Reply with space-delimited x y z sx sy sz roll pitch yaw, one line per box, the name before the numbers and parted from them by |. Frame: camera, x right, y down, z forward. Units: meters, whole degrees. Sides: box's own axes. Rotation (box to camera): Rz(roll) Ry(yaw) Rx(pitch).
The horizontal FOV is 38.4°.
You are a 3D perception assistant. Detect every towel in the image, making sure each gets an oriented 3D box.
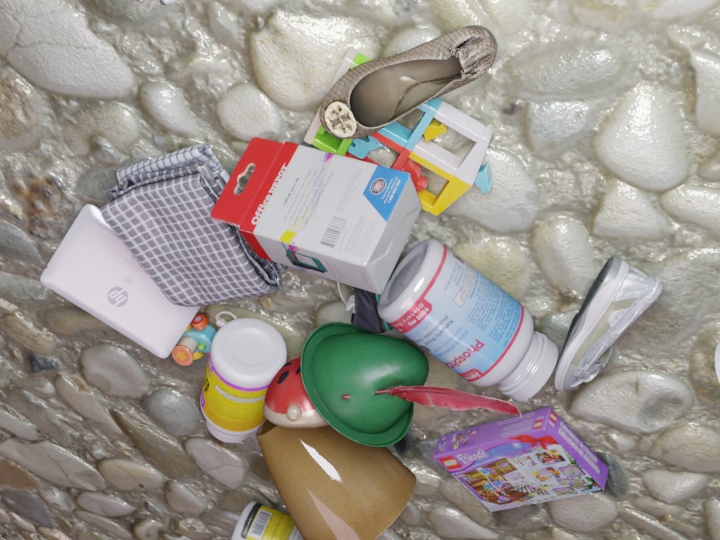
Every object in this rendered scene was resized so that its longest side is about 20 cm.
towel | -0.202 -0.045 1.255 0.164 0.086 0.201 -9 129 33

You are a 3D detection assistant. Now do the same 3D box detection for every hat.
hat | 0.055 0.106 1.237 0.199 0.167 0.176 24 138 -28

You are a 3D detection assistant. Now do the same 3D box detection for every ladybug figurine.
ladybug figurine | -0.057 0.151 1.335 0.134 0.200 0.073 -4 96 11

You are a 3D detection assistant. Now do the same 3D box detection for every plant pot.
plant pot | -0.051 0.279 1.476 0.186 0.186 0.201 -29 103 44

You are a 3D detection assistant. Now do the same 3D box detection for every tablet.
tablet | -0.311 0.016 1.376 0.199 0.014 0.131 34 101 -9

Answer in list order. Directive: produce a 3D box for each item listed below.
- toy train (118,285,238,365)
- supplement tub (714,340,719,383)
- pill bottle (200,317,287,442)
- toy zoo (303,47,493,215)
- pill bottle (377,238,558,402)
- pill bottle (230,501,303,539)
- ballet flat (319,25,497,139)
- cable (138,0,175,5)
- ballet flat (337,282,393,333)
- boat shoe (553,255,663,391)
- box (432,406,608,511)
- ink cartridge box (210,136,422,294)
toy train | -0.274 0.062 1.430 0.199 0.056 0.150 30 140 -5
supplement tub | 0.449 0.060 0.985 0.144 0.145 0.200 29 140 -4
pill bottle | -0.168 0.161 1.444 0.103 0.105 0.201 23 140 2
toy zoo | 0.050 -0.133 1.080 0.199 0.021 0.131 30 140 -4
pill bottle | 0.126 0.062 1.182 0.199 0.109 0.109 36 139 -12
pill bottle | -0.116 0.479 1.751 0.198 0.115 0.115 19 140 8
ballet flat | 0.040 -0.176 0.993 0.199 0.046 0.068 -19 115 28
cable | -0.174 -0.354 0.922 0.199 0.070 0.201 -12 127 35
ballet flat | 0.000 0.000 1.214 0.072 0.073 0.201 10 140 17
boat shoe | 0.267 0.071 1.149 0.064 0.075 0.203 24 133 8
box | 0.215 0.260 1.404 0.199 0.039 0.137 -23 121 42
ink cartridge box | -0.048 -0.063 1.112 0.198 0.117 0.067 17 158 25
